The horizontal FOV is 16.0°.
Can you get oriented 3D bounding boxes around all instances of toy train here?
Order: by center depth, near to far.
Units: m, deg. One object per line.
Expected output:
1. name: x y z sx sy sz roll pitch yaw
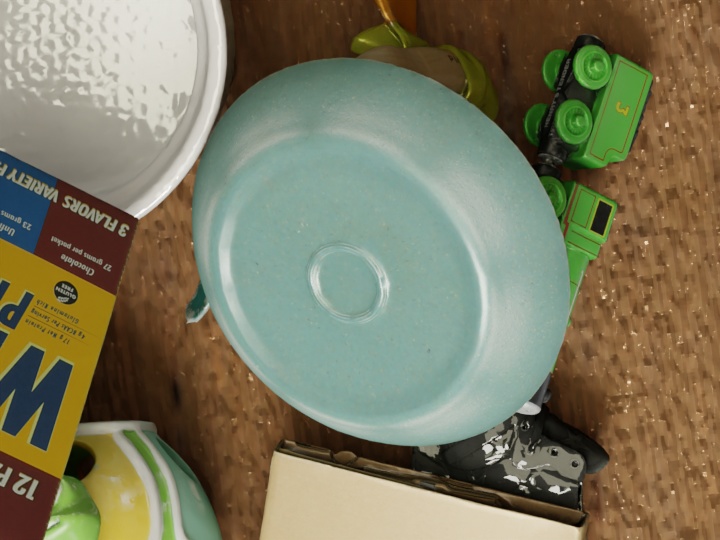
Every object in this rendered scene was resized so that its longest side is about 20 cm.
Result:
1. toy train: 0.094 -0.020 1.268 0.056 0.042 0.200 25 78 -27

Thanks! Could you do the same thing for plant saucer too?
1. plant saucer: 0.000 0.000 1.208 0.200 0.036 0.200 11 118 22

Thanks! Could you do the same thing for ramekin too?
1. ramekin: -0.158 -0.113 1.295 0.200 0.098 0.201 1 97 7

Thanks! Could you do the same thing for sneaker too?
1. sneaker: 0.080 0.082 1.309 0.104 0.060 0.200 7 103 8

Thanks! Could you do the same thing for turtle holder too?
1. turtle holder: -0.145 0.143 1.286 0.141 0.185 0.132 -6 83 32

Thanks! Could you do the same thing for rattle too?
1. rattle: -0.037 -0.075 1.301 0.143 0.130 0.200 53 128 10

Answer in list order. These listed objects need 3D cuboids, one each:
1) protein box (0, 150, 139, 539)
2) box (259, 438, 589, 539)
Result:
1. protein box: -0.226 0.068 1.213 0.135 0.199 0.200 27 141 -18
2. box: 0.021 0.194 1.321 0.163 0.021 0.200 13 114 8
